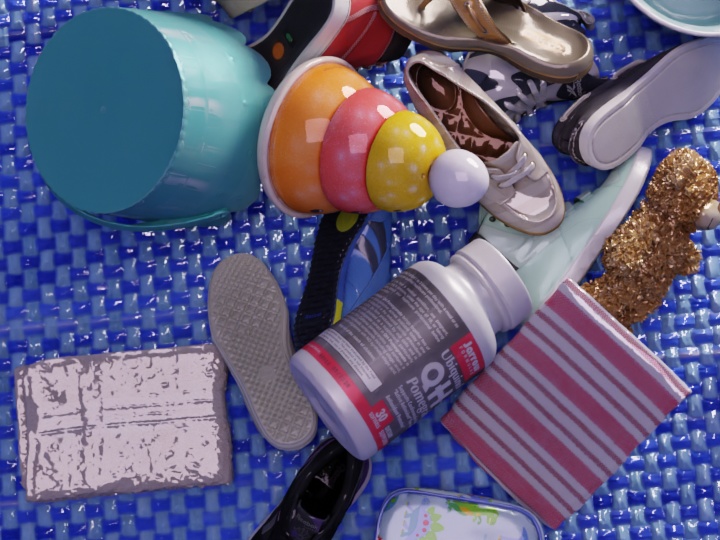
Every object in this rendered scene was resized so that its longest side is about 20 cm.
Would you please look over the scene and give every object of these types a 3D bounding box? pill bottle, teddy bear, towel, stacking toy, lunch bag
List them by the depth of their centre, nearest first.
[{"bbox_3d":[0.047,0.062,1.379,0.200,0.111,0.111,-37,82,-11],"label":"pill bottle"},{"bbox_3d":[0.022,-0.095,1.379,0.199,0.146,0.147,20,82,35],"label":"stacking toy"},{"bbox_3d":[0.177,0.119,1.409,0.146,0.030,0.200,43,120,8],"label":"towel"},{"bbox_3d":[0.081,0.297,1.409,0.159,0.082,0.202,8,82,4],"label":"lunch bag"},{"bbox_3d":[0.258,-0.009,1.418,0.200,0.145,0.067,-48,51,-4],"label":"teddy bear"},{"bbox_3d":[-0.216,0.140,1.466,0.198,0.034,0.134,-4,83,0],"label":"towel"}]

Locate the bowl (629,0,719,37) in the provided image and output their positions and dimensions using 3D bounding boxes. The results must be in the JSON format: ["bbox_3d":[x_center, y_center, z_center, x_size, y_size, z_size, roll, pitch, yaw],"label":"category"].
[{"bbox_3d":[0.313,-0.298,1.475,0.199,0.105,0.203,0,81,1],"label":"bowl"}]

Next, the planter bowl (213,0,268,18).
[{"bbox_3d":[-0.094,-0.314,1.458,0.199,0.200,0.135,-26,101,-2],"label":"planter bowl"}]

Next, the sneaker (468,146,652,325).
[{"bbox_3d":[0.175,-0.054,1.461,0.118,0.074,0.201,36,83,9],"label":"sneaker"}]

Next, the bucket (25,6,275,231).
[{"bbox_3d":[-0.187,-0.135,1.415,0.206,0.134,0.209,0,90,31],"label":"bucket"}]

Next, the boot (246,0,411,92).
[{"bbox_3d":[-0.037,-0.186,1.489,0.200,0.144,0.073,-42,62,32],"label":"boot"}]

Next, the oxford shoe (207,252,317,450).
[{"bbox_3d":[-0.089,0.078,1.462,0.075,0.058,0.201,-21,67,-3],"label":"oxford shoe"}]

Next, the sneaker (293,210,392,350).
[{"bbox_3d":[0.000,0.000,1.473,0.078,0.066,0.201,29,66,-35],"label":"sneaker"}]

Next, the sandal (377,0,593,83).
[{"bbox_3d":[0.115,-0.226,1.415,0.199,0.054,0.081,21,56,6],"label":"sandal"}]

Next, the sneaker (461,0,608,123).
[{"bbox_3d":[0.157,-0.163,1.473,0.129,0.080,0.200,15,73,12],"label":"sneaker"}]

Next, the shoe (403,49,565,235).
[{"bbox_3d":[0.105,-0.111,1.408,0.070,0.053,0.200,-41,87,6],"label":"shoe"}]

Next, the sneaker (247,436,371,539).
[{"bbox_3d":[-0.059,0.234,1.419,0.075,0.088,0.201,27,84,5],"label":"sneaker"}]

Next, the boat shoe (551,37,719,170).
[{"bbox_3d":[0.260,-0.158,1.469,0.200,0.060,0.074,-38,123,-21],"label":"boat shoe"}]
